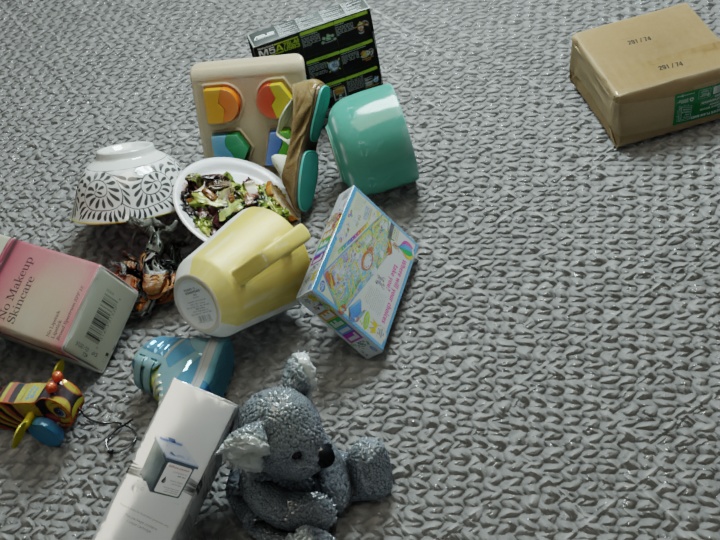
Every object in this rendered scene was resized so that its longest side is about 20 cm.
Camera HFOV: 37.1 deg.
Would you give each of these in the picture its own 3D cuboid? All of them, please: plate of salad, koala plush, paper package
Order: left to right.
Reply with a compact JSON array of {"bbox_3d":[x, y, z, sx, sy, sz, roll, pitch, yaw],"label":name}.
[{"bbox_3d":[-0.181,-0.105,1.606,0.198,0.048,0.201,13,47,-14],"label":"plate of salad"},{"bbox_3d":[-0.085,0.206,1.212,0.183,0.201,0.178,21,54,30],"label":"koala plush"},{"bbox_3d":[0.450,-0.303,1.660,0.198,0.104,0.192,-16,46,-4],"label":"paper package"}]

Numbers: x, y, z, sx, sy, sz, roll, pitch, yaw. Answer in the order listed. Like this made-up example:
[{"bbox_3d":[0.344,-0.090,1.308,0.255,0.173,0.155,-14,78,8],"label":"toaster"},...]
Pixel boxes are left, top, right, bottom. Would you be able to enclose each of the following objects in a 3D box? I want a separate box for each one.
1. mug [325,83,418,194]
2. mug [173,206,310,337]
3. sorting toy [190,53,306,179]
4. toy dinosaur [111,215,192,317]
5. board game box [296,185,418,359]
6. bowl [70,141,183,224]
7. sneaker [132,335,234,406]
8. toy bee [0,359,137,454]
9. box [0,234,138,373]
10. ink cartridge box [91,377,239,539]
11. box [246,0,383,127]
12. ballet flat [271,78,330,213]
[{"bbox_3d":[0.014,-0.187,1.632,0.113,0.185,0.153,-18,69,-1],"label":"mug"},{"bbox_3d":[-0.164,-0.001,1.419,0.149,0.188,0.153,34,41,20],"label":"mug"},{"bbox_3d":[-0.166,-0.228,1.674,0.183,0.202,0.037,-3,18,10],"label":"sorting toy"},{"bbox_3d":[-0.294,0.005,1.555,0.198,0.102,0.137,2,66,-2],"label":"toy dinosaur"},{"bbox_3d":[0.000,0.000,1.449,0.034,0.134,0.201,-28,29,42],"label":"board game box"},{"bbox_3d":[-0.352,-0.143,1.639,0.198,0.095,0.201,-6,17,2],"label":"bowl"},{"bbox_3d":[-0.252,0.161,1.385,0.129,0.080,0.201,5,38,15],"label":"sneaker"},{"bbox_3d":[-0.398,0.166,1.392,0.198,0.109,0.132,-10,43,4],"label":"toy bee"},{"bbox_3d":[-0.434,0.044,1.493,0.198,0.109,0.129,15,74,25],"label":"box"},{"bbox_3d":[-0.214,0.240,1.202,0.085,0.147,0.202,22,69,2],"label":"ink cartridge box"},{"bbox_3d":[-0.067,-0.322,1.735,0.198,0.194,0.048,-20,43,-6],"label":"box"},{"bbox_3d":[-0.097,-0.191,1.625,0.072,0.202,0.068,12,8,22],"label":"ballet flat"}]
